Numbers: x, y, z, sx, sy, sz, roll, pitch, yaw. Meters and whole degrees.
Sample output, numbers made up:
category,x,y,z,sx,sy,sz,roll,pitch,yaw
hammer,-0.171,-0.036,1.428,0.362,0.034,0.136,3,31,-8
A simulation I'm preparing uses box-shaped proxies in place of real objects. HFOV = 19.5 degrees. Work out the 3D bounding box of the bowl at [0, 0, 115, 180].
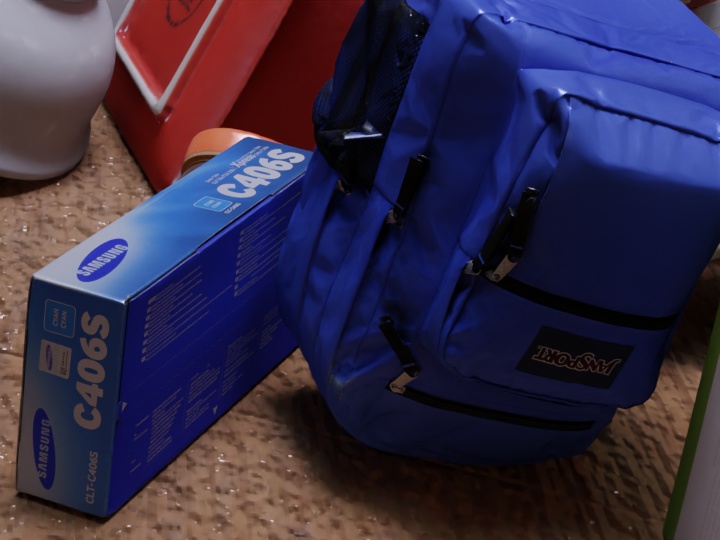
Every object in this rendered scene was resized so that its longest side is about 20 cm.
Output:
category,x,y,z,sx,sy,sz,roll,pitch,yaw
bowl,-0.201,-0.152,1.120,0.201,0.090,0.201,37,26,-21

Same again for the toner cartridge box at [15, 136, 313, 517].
category,x,y,z,sx,sy,sz,roll,pitch,yaw
toner cartridge box,-0.075,0.017,0.881,0.043,0.095,0.200,14,23,17

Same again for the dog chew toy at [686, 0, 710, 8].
category,x,y,z,sx,sy,sz,roll,pitch,yaw
dog chew toy,0.217,-0.195,1.125,0.124,0.125,0.200,-6,-5,-30

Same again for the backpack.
category,x,y,z,sx,sy,sz,roll,pitch,yaw
backpack,0.055,-0.014,0.861,0.162,0.200,0.168,15,26,-22

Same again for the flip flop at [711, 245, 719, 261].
category,x,y,z,sx,sy,sz,roll,pitch,yaw
flip flop,0.111,-0.045,0.975,0.200,0.081,0.058,1,-11,-11

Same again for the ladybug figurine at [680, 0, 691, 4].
category,x,y,z,sx,sy,sz,roll,pitch,yaw
ladybug figurine,0.128,-0.197,1.042,0.072,0.136,0.200,12,41,-29

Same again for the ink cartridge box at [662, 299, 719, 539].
category,x,y,z,sx,sy,sz,roll,pitch,yaw
ink cartridge box,0.191,0.086,0.742,0.076,0.148,0.200,2,25,-18

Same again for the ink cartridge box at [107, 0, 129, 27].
category,x,y,z,sx,sy,sz,roll,pitch,yaw
ink cartridge box,-0.167,-0.223,1.282,0.145,0.200,0.087,-6,23,-27

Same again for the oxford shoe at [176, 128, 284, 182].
category,x,y,z,sx,sy,sz,roll,pitch,yaw
oxford shoe,0.000,0.000,1.011,0.200,0.071,0.073,18,58,5

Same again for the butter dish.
category,x,y,z,sx,sy,sz,roll,pitch,yaw
butter dish,-0.039,-0.135,1.189,0.148,0.200,0.200,24,14,-27

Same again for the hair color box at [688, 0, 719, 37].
category,x,y,z,sx,sy,sz,roll,pitch,yaw
hair color box,0.165,-0.073,1.047,0.200,0.111,0.064,-19,3,-2
